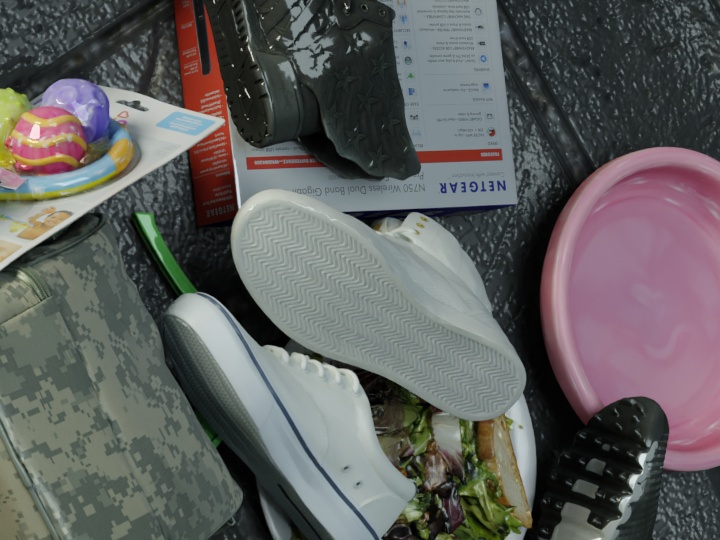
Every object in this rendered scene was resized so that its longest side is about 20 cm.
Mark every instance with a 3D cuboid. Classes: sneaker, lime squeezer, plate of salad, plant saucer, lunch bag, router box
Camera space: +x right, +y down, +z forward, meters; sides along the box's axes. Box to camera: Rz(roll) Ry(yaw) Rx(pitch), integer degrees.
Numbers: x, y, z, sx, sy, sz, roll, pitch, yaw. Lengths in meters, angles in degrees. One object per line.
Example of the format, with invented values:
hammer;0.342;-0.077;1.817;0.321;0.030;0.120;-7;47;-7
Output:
sneaker;-0.038;0.074;1.601;0.071;0.073;0.200;-47;127;-19
sneaker;0.000;0.000;1.644;0.200;0.116;0.074;36;109;-28
lime squeezer;-0.092;0.069;1.629;0.071;0.038;0.200;6;82;-36
plate of salad;0.028;0.108;1.699;0.200;0.048;0.200;5;81;-34
sneaker;-0.029;-0.141;1.631;0.104;0.060;0.200;-14;96;-32
plant saucer;0.185;0.026;1.816;0.200;0.051;0.201;6;80;-34
lunch bag;-0.159;0.082;1.521;0.168;0.139;0.200;-33;103;-43
router box;-0.009;-0.120;1.705;0.200;0.049;0.180;-3;85;-34
sneaker;0.148;0.173;1.750;0.090;0.066;0.200;18;91;-42

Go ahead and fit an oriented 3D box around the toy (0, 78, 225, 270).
toy;-0.176;-0.064;1.520;0.200;0.115;0.047;-40;136;-42
